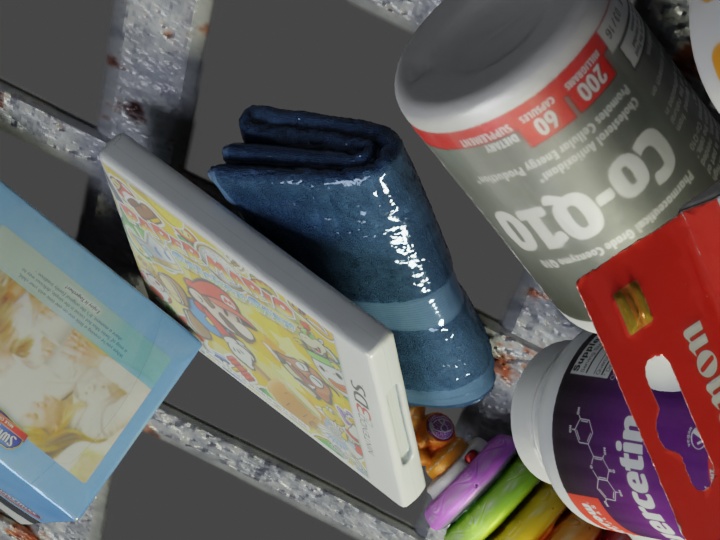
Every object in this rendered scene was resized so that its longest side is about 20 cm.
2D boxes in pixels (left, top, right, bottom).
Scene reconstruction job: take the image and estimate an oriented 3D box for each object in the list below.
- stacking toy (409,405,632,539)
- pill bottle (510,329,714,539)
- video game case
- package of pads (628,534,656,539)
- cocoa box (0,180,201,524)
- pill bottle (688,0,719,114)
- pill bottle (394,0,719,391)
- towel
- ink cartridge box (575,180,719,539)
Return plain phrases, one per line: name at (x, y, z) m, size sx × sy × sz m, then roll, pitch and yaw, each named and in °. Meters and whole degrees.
stacking toy at (0.079, 0.135, 1.651) m, size 0.200 × 0.116 × 0.110 m, roll 45°, pitch 152°, yaw 1°
pill bottle at (0.166, 0.080, 1.440) m, size 0.200 × 0.113 × 0.113 m, roll 4°, pitch 142°, yaw 54°
video game case at (-0.052, 0.030, 1.583) m, size 0.200 × 0.023 × 0.182 m, roll 37°, pitch 160°, yaw 24°
package of pads at (0.243, 0.140, 1.531) m, size 0.199 × 0.068 × 0.155 m, roll -16°, pitch 121°, yaw 48°
cocoa box at (-0.218, 0.037, 1.669) m, size 0.200 × 0.134 × 0.131 m, roll 39°, pitch 162°, yaw -13°
pill bottle at (0.235, -0.118, 1.155) m, size 0.112 × 0.112 × 0.200 m, roll 43°, pitch 145°, yaw -20°
pill bottle at (0.114, -0.044, 1.346) m, size 0.113 × 0.114 × 0.200 m, roll -9°, pitch 131°, yaw 44°
towel at (0.000, 0.000, 1.555) m, size 0.111 × 0.049 × 0.201 m, roll 7°, pitch 141°, yaw 29°
ink cartridge box at (0.200, 0.029, 1.257) m, size 0.050 × 0.200 × 0.162 m, roll -12°, pitch 105°, yaw 51°
